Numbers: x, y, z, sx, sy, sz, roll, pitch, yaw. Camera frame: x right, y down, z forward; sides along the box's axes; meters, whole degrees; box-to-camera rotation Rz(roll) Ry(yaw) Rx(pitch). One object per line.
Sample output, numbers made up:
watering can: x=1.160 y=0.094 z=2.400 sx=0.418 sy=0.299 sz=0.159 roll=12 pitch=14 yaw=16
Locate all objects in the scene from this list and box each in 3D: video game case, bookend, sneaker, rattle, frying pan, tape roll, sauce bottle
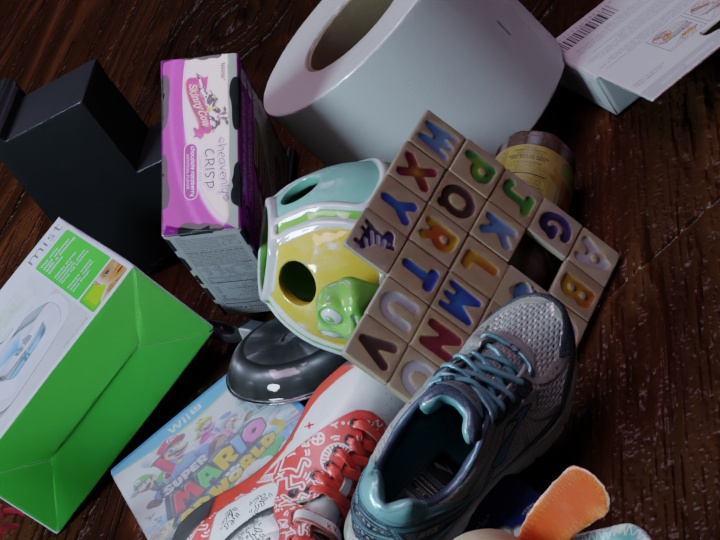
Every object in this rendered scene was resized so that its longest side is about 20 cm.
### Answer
video game case: x=-0.095 y=0.141 z=1.076 sx=0.143 sy=0.018 sz=0.200 roll=-40 pitch=27 yaw=-6
bookend: x=-0.194 y=-0.112 z=1.356 sx=0.198 sy=0.200 sz=0.092 roll=-25 pitch=32 yaw=19
sneaker: x=0.066 y=0.084 z=0.860 sx=0.078 sy=0.086 sz=0.200 roll=28 pitch=62 yaw=18
rattle: x=0.052 y=0.173 z=0.788 sx=0.200 sy=0.130 sz=0.143 roll=-63 pitch=2 yaw=4
frying pan: x=-0.058 y=0.047 z=1.155 sx=0.115 sy=0.031 sz=0.190 roll=-22 pitch=27 yaw=-9
tape roll: x=0.041 y=-0.155 z=1.202 sx=0.203 sy=0.139 sz=0.203 roll=-38 pitch=25 yaw=22
sauce bottle: x=0.105 y=-0.013 z=1.057 sx=0.065 sy=0.065 sz=0.200 roll=-14 pitch=38 yaw=32
sneaker: x=-0.019 y=0.137 z=0.910 sx=0.201 sy=0.067 sz=0.108 roll=-42 pitch=31 yaw=-2

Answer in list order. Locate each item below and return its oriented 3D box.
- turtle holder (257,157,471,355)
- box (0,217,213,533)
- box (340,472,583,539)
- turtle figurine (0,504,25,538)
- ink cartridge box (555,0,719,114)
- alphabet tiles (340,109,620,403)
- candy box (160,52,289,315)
turtle holder: x=-0.002 y=0.005 z=1.040 sx=0.131 sy=0.141 sz=0.186 roll=5 pitch=48 yaw=-9
box: x=-0.240 y=0.078 z=1.216 sx=0.200 sy=0.097 sz=0.176 roll=-53 pitch=34 yaw=-6
box: x=0.037 y=0.156 z=0.924 sx=0.121 sy=0.032 sz=0.200 roll=-41 pitch=30 yaw=-9
turtle figurine: x=-0.293 y=0.213 z=0.995 sx=0.200 sy=0.101 sz=0.150 roll=-65 pitch=-2 yaw=28
ink cartridge box: x=0.262 y=-0.196 z=1.169 sx=0.200 sy=0.045 sz=0.176 roll=-38 pitch=29 yaw=-4
alphabet tiles: x=0.069 y=0.009 z=0.971 sx=0.008 sy=0.167 sz=0.200 roll=-44 pitch=12 yaw=52
candy box: x=-0.097 y=-0.059 z=1.147 sx=0.061 sy=0.200 sz=0.137 roll=-4 pitch=72 yaw=6
